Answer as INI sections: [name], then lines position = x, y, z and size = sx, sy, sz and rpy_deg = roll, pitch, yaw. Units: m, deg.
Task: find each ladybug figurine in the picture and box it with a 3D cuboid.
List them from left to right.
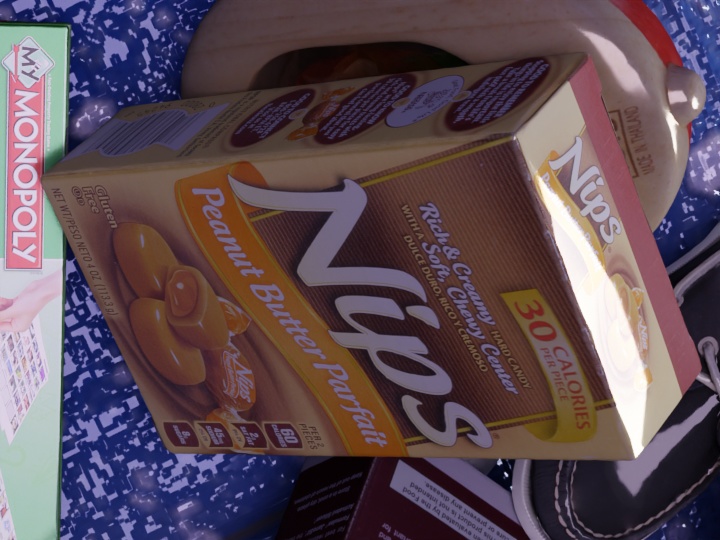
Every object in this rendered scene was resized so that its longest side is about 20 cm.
[ladybug figurine]
position = 0.030, -0.058, 0.776
size = 0.072, 0.199, 0.137
rpy_deg = -47, 129, -41

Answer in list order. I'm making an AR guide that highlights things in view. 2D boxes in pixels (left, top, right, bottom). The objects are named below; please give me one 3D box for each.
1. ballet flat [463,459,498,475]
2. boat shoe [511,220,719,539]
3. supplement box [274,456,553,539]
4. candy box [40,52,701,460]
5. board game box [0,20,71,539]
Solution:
[ballet flat]
position = 0.056, 0.003, 0.833
size = 0.069, 0.069, 0.201
rpy_deg = 29, 91, -13
[boat shoe]
position = 0.135, 0.029, 0.825
size = 0.200, 0.060, 0.074
rpy_deg = -40, 102, -23
[supplement box]
position = 0.005, 0.163, 0.777
size = 0.109, 0.061, 0.201
rpy_deg = 36, 54, -20
[candy box]
position = 0.000, 0.000, 0.751
size = 0.055, 0.199, 0.116
rpy_deg = -46, 122, -41
[board game box]
position = -0.170, 0.012, 0.808
size = 0.133, 0.029, 0.202
rpy_deg = 1, 97, -12
